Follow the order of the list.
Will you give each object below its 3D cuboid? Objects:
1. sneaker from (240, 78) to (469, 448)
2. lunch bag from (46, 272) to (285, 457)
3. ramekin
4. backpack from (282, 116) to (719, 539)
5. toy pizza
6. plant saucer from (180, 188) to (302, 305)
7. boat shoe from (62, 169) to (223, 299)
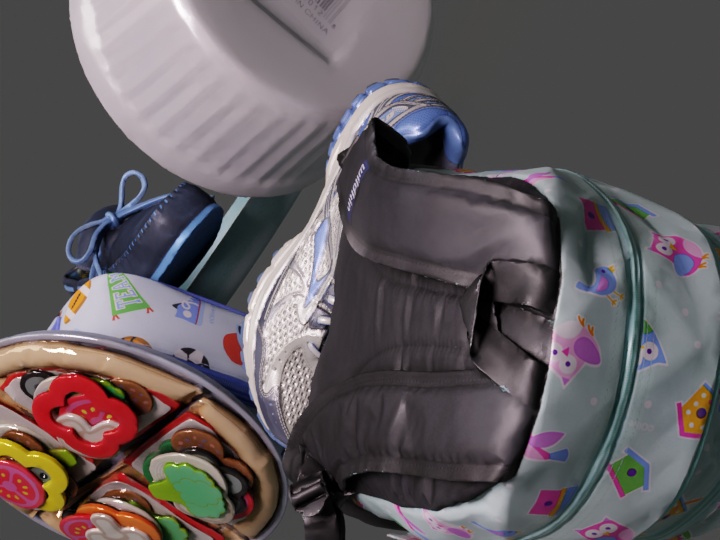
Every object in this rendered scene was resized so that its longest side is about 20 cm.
[{"bbox_3d":[0.000,0.000,0.950,0.085,0.077,0.201,24,96,67],"label":"sneaker"},{"bbox_3d":[-0.131,0.088,1.099,0.200,0.159,0.076,-50,29,46],"label":"lunch bag"},{"bbox_3d":[-0.054,-0.151,1.055,0.098,0.200,0.202,-29,46,53],"label":"ramekin"},{"bbox_3d":[0.059,0.028,0.682,0.200,0.126,0.168,176,99,-69],"label":"backpack"},{"bbox_3d":[-0.138,0.108,1.038,0.200,0.199,0.032,-50,17,47],"label":"toy pizza"},{"bbox_3d":[-0.086,-0.006,1.180,0.201,0.027,0.200,-54,7,9],"label":"plant saucer"},{"bbox_3d":[-0.144,-0.005,1.118,0.084,0.069,0.200,-42,-1,-35],"label":"boat shoe"}]
